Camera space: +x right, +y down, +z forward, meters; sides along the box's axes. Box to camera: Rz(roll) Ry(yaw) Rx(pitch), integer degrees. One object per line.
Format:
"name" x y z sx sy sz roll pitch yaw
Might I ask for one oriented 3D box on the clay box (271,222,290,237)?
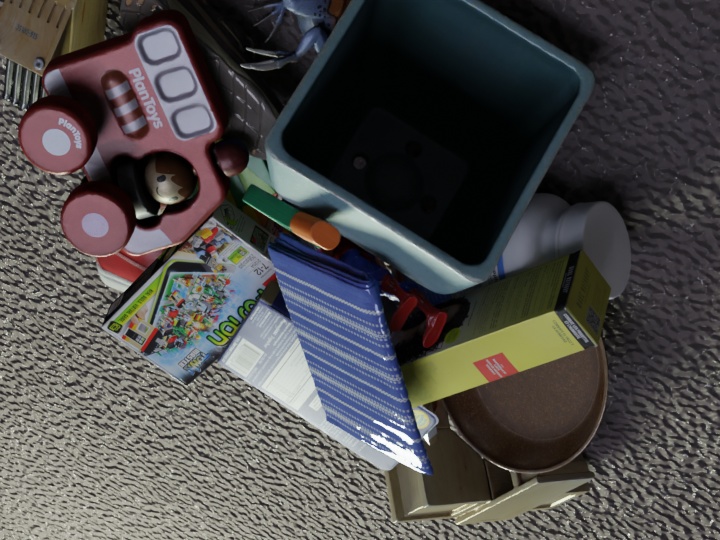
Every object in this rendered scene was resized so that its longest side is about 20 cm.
"clay box" -0.126 -0.026 1.487 0.114 0.048 0.201 4 134 34

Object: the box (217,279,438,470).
"box" -0.027 0.102 1.351 0.199 0.033 0.121 35 139 -4

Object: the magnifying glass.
"magnifying glass" -0.050 -0.040 1.177 0.079 0.023 0.200 33 180 -16

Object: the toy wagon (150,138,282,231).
"toy wagon" -0.154 -0.116 1.353 0.153 0.040 0.202 -21 109 14

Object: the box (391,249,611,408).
"box" 0.108 0.052 1.198 0.198 0.076 0.050 -23 120 35

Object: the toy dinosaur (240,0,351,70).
"toy dinosaur" -0.032 -0.202 1.184 0.198 0.106 0.182 -8 138 33

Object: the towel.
"towel" -0.007 0.069 1.217 0.144 0.024 0.202 24 140 48

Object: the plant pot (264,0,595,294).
"plant pot" 0.042 -0.099 1.176 0.195 0.197 0.200 31 165 -1

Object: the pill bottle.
"pill bottle" 0.133 -0.008 1.272 0.198 0.113 0.113 -8 129 39

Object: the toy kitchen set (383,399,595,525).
"toy kitchen set" 0.141 0.151 1.483 0.197 0.183 0.163 1 158 -28

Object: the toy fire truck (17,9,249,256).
"toy fire truck" -0.191 -0.113 1.268 0.166 0.113 0.202 -15 116 16

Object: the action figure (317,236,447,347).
"action figure" 0.000 0.000 1.248 0.065 0.052 0.200 20 -163 -37

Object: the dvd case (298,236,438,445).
"dvd case" 0.008 0.064 1.372 0.148 0.016 0.202 34 151 36

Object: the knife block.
"knife block" -0.277 -0.235 1.358 0.063 0.176 0.202 26 98 4

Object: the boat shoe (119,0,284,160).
"boat shoe" -0.122 -0.188 1.281 0.200 0.074 0.074 48 137 -12

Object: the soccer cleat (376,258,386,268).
"soccer cleat" 0.012 0.021 1.400 0.202 0.066 0.076 61 162 -14

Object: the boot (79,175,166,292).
"boot" -0.191 -0.031 1.436 0.198 0.073 0.146 17 136 23

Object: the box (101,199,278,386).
"box" -0.151 0.023 1.385 0.110 0.035 0.200 36 128 -17

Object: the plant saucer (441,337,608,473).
"plant saucer" 0.156 0.088 1.363 0.199 0.036 0.204 7 100 41
